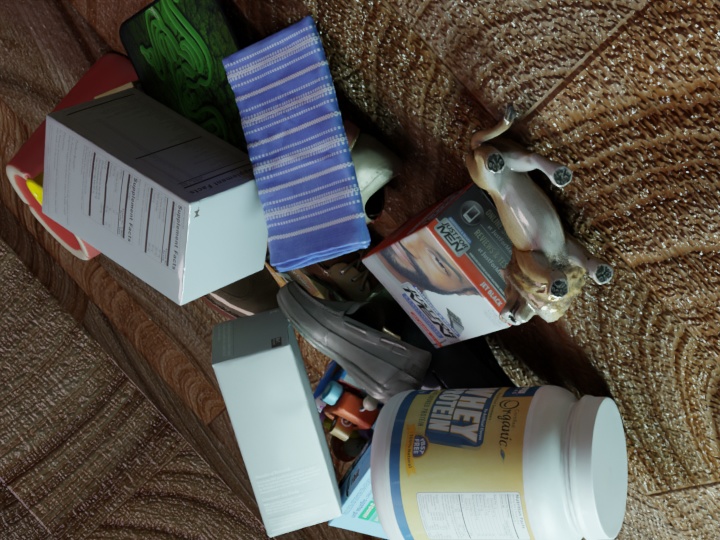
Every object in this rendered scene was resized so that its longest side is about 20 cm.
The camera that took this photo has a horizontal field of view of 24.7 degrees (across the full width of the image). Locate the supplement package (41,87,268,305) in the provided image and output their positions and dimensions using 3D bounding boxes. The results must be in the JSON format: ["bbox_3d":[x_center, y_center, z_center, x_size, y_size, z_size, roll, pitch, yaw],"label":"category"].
[{"bbox_3d":[-0.191,-0.072,1.535,0.200,0.114,0.110,32,128,32],"label":"supplement package"}]

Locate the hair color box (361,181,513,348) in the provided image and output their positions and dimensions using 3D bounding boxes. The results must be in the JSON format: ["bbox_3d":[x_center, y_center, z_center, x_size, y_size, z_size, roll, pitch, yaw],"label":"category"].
[{"bbox_3d":[0.081,0.000,1.427,0.111,0.064,0.200,50,162,-3],"label":"hair color box"}]

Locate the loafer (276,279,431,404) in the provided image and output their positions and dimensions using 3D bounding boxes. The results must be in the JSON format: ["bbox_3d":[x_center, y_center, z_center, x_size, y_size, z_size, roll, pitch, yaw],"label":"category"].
[{"bbox_3d":[-0.006,0.059,1.579,0.200,0.070,0.070,37,-178,38],"label":"loafer"}]

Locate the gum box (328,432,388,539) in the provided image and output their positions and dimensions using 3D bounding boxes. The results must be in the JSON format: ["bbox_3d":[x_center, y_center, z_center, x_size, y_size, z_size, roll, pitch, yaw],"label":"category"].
[{"bbox_3d":[0.087,0.230,1.656,0.199,0.045,0.170,15,146,-11],"label":"gum box"}]

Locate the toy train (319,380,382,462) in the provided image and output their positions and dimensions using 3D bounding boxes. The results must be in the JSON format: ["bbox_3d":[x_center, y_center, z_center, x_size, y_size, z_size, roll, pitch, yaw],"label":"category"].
[{"bbox_3d":[0.025,0.185,1.684,0.200,0.056,0.150,33,163,-19],"label":"toy train"}]

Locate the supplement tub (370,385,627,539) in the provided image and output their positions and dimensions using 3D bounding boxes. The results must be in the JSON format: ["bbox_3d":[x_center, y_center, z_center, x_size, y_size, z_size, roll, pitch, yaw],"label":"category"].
[{"bbox_3d":[0.123,0.175,1.451,0.199,0.145,0.145,-4,137,23],"label":"supplement tub"}]

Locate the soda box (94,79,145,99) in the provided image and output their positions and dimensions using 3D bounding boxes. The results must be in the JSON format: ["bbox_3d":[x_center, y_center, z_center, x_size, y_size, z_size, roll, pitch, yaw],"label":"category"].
[{"bbox_3d":[-0.193,-0.095,1.658,0.068,0.064,0.201,-13,98,45],"label":"soda box"}]

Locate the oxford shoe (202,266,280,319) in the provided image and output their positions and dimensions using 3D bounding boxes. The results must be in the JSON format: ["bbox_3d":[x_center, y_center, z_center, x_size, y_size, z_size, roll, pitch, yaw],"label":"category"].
[{"bbox_3d":[-0.150,-0.019,1.736,0.200,0.070,0.075,43,153,16],"label":"oxford shoe"}]

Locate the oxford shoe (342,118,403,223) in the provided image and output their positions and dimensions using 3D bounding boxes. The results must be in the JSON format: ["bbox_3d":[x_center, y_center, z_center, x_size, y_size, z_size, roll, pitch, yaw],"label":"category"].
[{"bbox_3d":[-0.021,-0.053,1.488,0.075,0.071,0.200,27,148,-3],"label":"oxford shoe"}]

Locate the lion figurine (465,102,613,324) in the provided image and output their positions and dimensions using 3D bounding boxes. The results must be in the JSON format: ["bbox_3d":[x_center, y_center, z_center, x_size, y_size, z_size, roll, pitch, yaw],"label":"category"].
[{"bbox_3d":[0.123,-0.044,1.239,0.122,0.072,0.200,-139,27,-67],"label":"lion figurine"}]

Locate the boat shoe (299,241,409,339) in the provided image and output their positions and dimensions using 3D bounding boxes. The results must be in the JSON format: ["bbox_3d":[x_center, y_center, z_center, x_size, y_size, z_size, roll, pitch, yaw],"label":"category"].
[{"bbox_3d":[0.000,0.000,1.629,0.074,0.076,0.200,17,154,51],"label":"boat shoe"}]

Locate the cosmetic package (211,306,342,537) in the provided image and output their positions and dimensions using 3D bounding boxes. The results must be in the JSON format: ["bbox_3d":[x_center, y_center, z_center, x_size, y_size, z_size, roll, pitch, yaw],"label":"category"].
[{"bbox_3d":[-0.083,0.149,1.647,0.107,0.090,0.200,-102,-6,-71],"label":"cosmetic package"}]

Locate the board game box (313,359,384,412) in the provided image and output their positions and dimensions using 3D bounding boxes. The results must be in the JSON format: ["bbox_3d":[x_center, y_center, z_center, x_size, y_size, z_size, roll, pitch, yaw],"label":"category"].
[{"bbox_3d":[0.057,0.150,1.727,0.195,0.056,0.200,28,164,-3],"label":"board game box"}]

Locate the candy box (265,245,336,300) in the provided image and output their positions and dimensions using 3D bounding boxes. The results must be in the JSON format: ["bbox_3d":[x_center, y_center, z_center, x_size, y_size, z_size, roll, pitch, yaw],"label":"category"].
[{"bbox_3d":[-0.045,0.010,1.774,0.200,0.055,0.115,52,162,-13],"label":"candy box"}]

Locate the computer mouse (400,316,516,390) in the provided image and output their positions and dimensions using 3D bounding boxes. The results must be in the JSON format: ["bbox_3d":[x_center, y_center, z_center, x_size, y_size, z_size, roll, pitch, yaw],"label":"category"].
[{"bbox_3d":[0.102,0.113,1.554,0.200,0.139,0.053,51,-152,21],"label":"computer mouse"}]

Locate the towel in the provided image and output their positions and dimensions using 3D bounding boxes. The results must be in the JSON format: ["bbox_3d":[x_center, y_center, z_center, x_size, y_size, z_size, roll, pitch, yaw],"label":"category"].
[{"bbox_3d":[-0.058,-0.104,1.416,0.145,0.024,0.201,-13,91,55],"label":"towel"}]

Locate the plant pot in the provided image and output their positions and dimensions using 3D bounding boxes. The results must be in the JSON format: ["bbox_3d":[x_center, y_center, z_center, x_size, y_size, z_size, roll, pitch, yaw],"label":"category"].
[{"bbox_3d":[-0.294,-0.121,1.889,0.200,0.177,0.201,43,162,17],"label":"plant pot"}]

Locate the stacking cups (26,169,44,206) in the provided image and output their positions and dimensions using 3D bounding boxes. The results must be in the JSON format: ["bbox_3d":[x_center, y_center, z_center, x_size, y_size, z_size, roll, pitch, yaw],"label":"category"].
[{"bbox_3d":[-0.256,-0.136,1.716,0.060,0.200,0.061,39,160,17],"label":"stacking cups"}]

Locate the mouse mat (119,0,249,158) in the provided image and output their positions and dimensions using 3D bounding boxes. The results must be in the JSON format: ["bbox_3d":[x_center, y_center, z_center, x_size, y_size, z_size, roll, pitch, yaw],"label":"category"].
[{"bbox_3d":[-0.148,-0.163,1.538,0.161,0.008,0.200,-21,92,49],"label":"mouse mat"}]
